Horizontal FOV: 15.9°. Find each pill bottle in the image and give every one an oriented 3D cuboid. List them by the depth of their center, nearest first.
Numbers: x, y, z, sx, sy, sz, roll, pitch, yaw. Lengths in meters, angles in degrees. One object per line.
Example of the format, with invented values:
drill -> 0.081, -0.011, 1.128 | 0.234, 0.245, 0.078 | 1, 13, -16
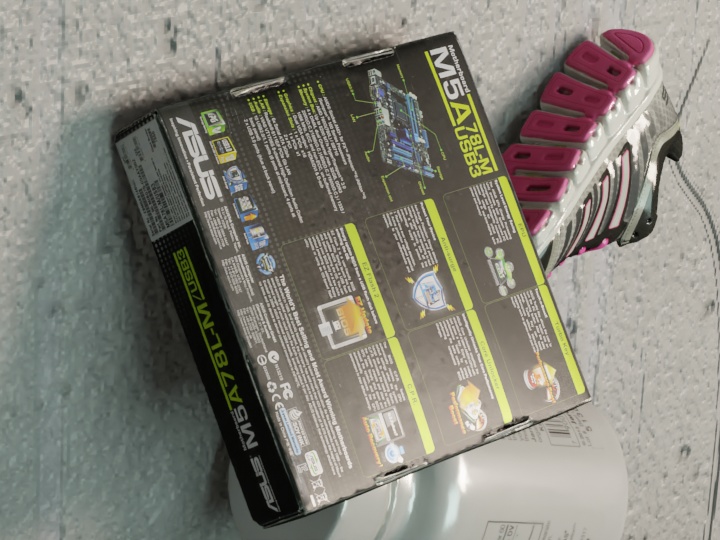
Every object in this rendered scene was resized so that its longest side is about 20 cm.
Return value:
pill bottle -> 0.034, 0.111, 1.324 | 0.199, 0.114, 0.115 | 8, 100, -44

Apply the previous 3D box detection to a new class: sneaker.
sneaker -> 0.111, -0.030, 1.372 | 0.200, 0.074, 0.088 | -54, 128, -20

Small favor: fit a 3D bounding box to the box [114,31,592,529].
box -> 0.000, 0.000, 1.234 | 0.192, 0.047, 0.201 | -19, 86, -40
